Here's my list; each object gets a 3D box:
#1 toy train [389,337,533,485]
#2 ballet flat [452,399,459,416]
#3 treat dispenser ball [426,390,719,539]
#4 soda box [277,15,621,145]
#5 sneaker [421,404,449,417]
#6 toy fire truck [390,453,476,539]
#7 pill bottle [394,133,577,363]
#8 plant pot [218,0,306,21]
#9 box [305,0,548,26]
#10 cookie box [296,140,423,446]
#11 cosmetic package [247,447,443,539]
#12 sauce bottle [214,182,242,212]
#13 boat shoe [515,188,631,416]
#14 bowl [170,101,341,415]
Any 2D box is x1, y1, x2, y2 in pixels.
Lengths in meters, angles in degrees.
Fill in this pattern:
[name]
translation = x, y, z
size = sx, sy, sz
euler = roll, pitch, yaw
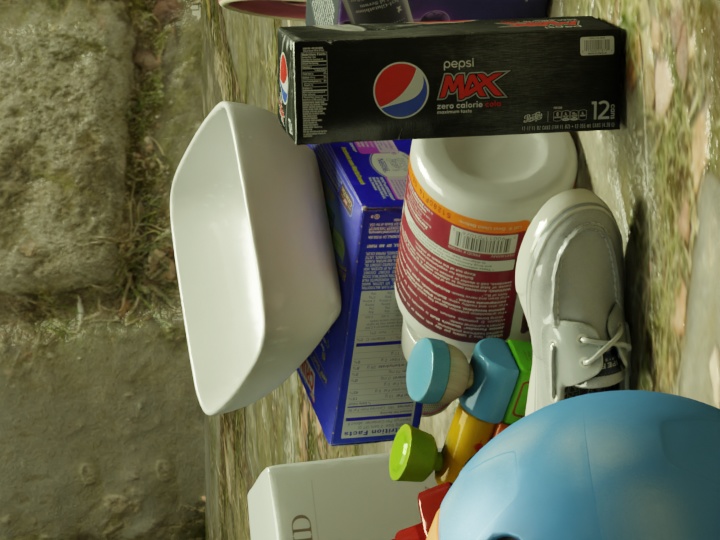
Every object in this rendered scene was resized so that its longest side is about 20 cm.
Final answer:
[toy train]
translation = 0.070, 0.134, 1.587
size = 0.085, 0.115, 0.201
euler = -109, 33, -59
[ballet flat]
translation = 0.074, 0.028, 1.740
size = 0.064, 0.076, 0.200
euler = -39, 44, 31
[treat dispenser ball]
translation = 0.125, 0.156, 1.107
size = 0.201, 0.200, 0.202
euler = 176, 90, -81
[soda box]
translation = 0.052, -0.115, 1.431
size = 0.071, 0.199, 0.064
euler = -129, 37, -74
[sneaker]
translation = 0.053, 0.040, 1.868
size = 0.088, 0.081, 0.201
euler = -105, 13, -55
[toy fire truck]
translation = 0.046, 0.227, 1.516
size = 0.176, 0.199, 0.129
euler = 54, -161, -50
[pill bottle]
translation = 0.079, -0.014, 1.596
size = 0.200, 0.109, 0.110
euler = 97, 166, -48
[plant pot]
translation = -0.043, -0.293, 1.886
size = 0.200, 0.199, 0.180
euler = 180, 95, -81
[box]
translation = 0.046, -0.204, 1.602
size = 0.200, 0.147, 0.105
euler = 95, 166, -50
[cookie box]
translation = 0.000, 0.000, 1.766
size = 0.171, 0.075, 0.201
euler = -117, 30, -55
[cosmetic package]
translation = 0.029, 0.223, 1.729
size = 0.166, 0.199, 0.168
euler = 124, 140, -75
[sauce bottle]
translation = -0.017, -0.076, 1.876
size = 0.065, 0.199, 0.065
euler = 178, 90, -85
[boat shoe]
translation = 0.134, 0.049, 1.435
size = 0.069, 0.072, 0.201
euler = -132, 40, -51
[bowl]
translation = -0.075, -0.009, 1.744
size = 0.200, 0.074, 0.201
euler = 131, 131, -62
